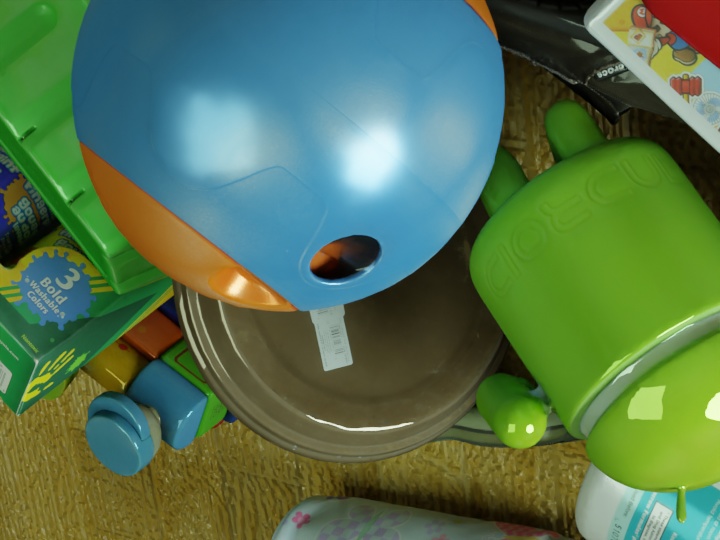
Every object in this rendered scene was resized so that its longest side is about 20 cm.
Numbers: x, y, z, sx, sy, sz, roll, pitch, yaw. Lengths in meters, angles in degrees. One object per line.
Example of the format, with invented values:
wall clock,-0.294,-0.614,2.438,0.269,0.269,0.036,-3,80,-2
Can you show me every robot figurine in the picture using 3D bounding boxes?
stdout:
robot figurine,0.130,0.018,1.102,0.200,0.175,0.116,57,177,22

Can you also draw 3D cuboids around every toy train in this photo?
toy train,-0.167,0.036,1.398,0.200,0.116,0.085,37,133,16

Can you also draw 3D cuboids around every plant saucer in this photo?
plant saucer,0.000,0.000,1.199,0.201,0.200,0.029,64,158,-10

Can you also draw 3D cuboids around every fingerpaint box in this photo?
fingerpaint box,-0.200,-0.046,1.340,0.200,0.167,0.073,45,146,9

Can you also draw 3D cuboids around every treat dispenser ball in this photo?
treat dispenser ball,-0.033,-0.082,1.067,0.200,0.201,0.201,18,124,29

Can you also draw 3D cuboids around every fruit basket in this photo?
fruit basket,-0.104,-0.117,1.265,0.216,0.216,0.156,44,168,10

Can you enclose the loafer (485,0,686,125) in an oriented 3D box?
loafer,0.118,-0.104,1.131,0.200,0.073,0.072,22,127,28

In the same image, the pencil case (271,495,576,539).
pencil case,0.041,0.186,1.340,0.200,0.091,0.083,8,139,36

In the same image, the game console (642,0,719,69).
game console,0.251,-0.130,0.964,0.200,0.173,0.119,37,173,-9

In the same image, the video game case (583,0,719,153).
video game case,0.229,-0.116,0.996,0.182,0.023,0.200,41,113,-11

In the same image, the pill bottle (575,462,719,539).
pill bottle,0.216,0.136,1.163,0.200,0.111,0.111,32,130,20

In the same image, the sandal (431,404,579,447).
sandal,0.048,0.065,1.289,0.200,0.080,0.058,0,97,31
